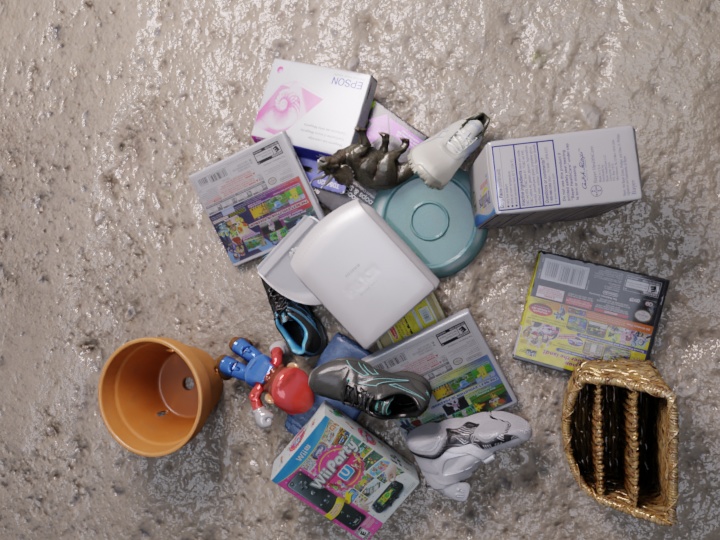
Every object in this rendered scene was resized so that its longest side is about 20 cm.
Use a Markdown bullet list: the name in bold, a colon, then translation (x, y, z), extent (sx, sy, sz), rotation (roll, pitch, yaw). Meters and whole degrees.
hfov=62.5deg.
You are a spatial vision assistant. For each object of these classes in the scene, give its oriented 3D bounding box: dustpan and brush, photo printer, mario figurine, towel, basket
- **dustpan and brush**: translation (-0.062, 0.022, 1.018), extent (0.140, 0.057, 0.200), rotation (-49, 119, -16)
- **photo printer**: translation (0.000, 0.000, 0.939), extent (0.166, 0.069, 0.200), rotation (-42, 92, 13)
- **mario figurine**: translation (-0.156, 0.195, 1.032), extent (0.200, 0.106, 0.124), rotation (23, 103, 35)
- **towel**: translation (-0.044, 0.215, 1.035), extent (0.111, 0.049, 0.200), rotation (31, 98, 12)
- **basket**: translation (0.369, 0.242, 0.866), extent (0.142, 0.149, 0.201), rotation (-1, 101, 14)

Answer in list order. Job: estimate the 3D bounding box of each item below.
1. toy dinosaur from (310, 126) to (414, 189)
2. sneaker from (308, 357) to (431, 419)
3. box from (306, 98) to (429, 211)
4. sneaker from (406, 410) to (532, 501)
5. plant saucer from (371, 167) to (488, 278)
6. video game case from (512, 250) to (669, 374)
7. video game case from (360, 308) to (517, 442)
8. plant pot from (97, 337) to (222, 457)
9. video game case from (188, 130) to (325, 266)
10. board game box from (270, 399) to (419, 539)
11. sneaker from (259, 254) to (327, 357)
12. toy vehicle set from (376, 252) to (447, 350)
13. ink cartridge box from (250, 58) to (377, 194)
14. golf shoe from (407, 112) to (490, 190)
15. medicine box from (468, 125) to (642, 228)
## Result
- **toy dinosaur**: translation (0.022, -0.173, 0.959), extent (0.199, 0.077, 0.103), rotation (9, 105, -16)
- **sneaker**: translation (0.014, 0.188, 0.935), extent (0.199, 0.079, 0.076), rotation (5, 109, 5)
- **box**: translation (0.005, -0.186, 1.031), extent (0.143, 0.036, 0.200), rotation (37, 100, 12)
- **sneaker**: translation (0.182, 0.299, 0.959), extent (0.199, 0.075, 0.115), rotation (-12, 104, 13)
- **plant saucer**: translation (0.115, -0.083, 0.990), extent (0.199, 0.027, 0.201), rotation (1, 98, 6)
- **video game case**: translation (0.362, 0.079, 0.946), extent (0.199, 0.025, 0.181), rotation (14, 93, 13)
- **video game case**: translation (0.129, 0.181, 0.976), extent (0.200, 0.022, 0.183), rotation (-28, 104, 12)
- **plant pot**: translation (-0.339, 0.214, 1.062), extent (0.199, 0.140, 0.201), rotation (0, 89, 15)
- **video game case**: translation (-0.179, -0.122, 1.049), extent (0.199, 0.023, 0.183), rotation (-21, 103, 17)
- **board game box**: translation (-0.026, 0.336, 0.990), extent (0.200, 0.064, 0.148), rotation (38, 98, -9)
- **sneaker**: translation (-0.123, 0.058, 1.038), extent (0.073, 0.082, 0.200), rotation (-32, 81, 14)
- **toy vehicle set**: translation (0.080, 0.086, 0.994), extent (0.124, 0.027, 0.201), rotation (-25, 96, 12)
- **ink cartridge box**: translation (-0.089, -0.252, 1.026), extent (0.196, 0.043, 0.201), rotation (17, 90, 22)
- **golf shoe**: translation (0.140, -0.195, 0.909), extent (0.078, 0.200, 0.097), rotation (43, 129, -3)
- **medicine box**: translation (0.273, -0.129, 0.871), extent (0.199, 0.182, 0.103), rotation (-5, 87, 2)
